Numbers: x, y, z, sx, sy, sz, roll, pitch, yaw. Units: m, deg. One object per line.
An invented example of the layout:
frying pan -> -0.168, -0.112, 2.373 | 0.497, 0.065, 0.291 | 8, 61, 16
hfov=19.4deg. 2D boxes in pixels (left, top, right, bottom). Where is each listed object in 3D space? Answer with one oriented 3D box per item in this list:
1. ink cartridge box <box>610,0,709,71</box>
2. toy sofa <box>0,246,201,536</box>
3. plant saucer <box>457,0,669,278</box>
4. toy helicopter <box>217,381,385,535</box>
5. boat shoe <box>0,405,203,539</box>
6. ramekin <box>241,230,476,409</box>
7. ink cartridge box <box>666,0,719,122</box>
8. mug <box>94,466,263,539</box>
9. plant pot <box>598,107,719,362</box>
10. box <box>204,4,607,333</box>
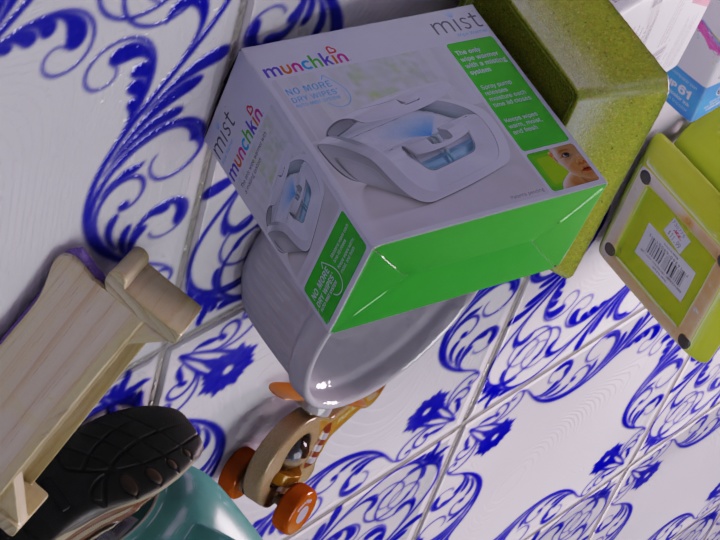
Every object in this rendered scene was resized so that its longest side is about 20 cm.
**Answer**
ink cartridge box -> 0.183, -0.193, 1.600 | 0.200, 0.084, 0.145 | -34, 157, -39
toy sofa -> -0.208, 0.073, 1.437 | 0.200, 0.098, 0.083 | -50, -178, 14
plant saucer -> 0.114, -0.125, 1.485 | 0.048, 0.200, 0.200 | -12, 144, -31
toy helicopter -> -0.037, 0.130, 1.860 | 0.200, 0.079, 0.133 | -39, 151, -43
boat shoe -> -0.215, 0.171, 1.602 | 0.200, 0.076, 0.074 | -27, 161, -23
ramekin -> 0.000, 0.000, 1.617 | 0.200, 0.105, 0.200 | -37, 157, -19
ink cartridge box -> 0.328, -0.243, 1.788 | 0.144, 0.085, 0.200 | -31, 153, -31
mug -> -0.151, 0.220, 1.664 | 0.185, 0.152, 0.115 | -25, 121, 18
plant pot -> 0.360, -0.039, 2.072 | 0.181, 0.200, 0.199 | -22, 150, -32
box -> 0.028, -0.072, 1.400 | 0.199, 0.177, 0.097 | -15, 149, -33
